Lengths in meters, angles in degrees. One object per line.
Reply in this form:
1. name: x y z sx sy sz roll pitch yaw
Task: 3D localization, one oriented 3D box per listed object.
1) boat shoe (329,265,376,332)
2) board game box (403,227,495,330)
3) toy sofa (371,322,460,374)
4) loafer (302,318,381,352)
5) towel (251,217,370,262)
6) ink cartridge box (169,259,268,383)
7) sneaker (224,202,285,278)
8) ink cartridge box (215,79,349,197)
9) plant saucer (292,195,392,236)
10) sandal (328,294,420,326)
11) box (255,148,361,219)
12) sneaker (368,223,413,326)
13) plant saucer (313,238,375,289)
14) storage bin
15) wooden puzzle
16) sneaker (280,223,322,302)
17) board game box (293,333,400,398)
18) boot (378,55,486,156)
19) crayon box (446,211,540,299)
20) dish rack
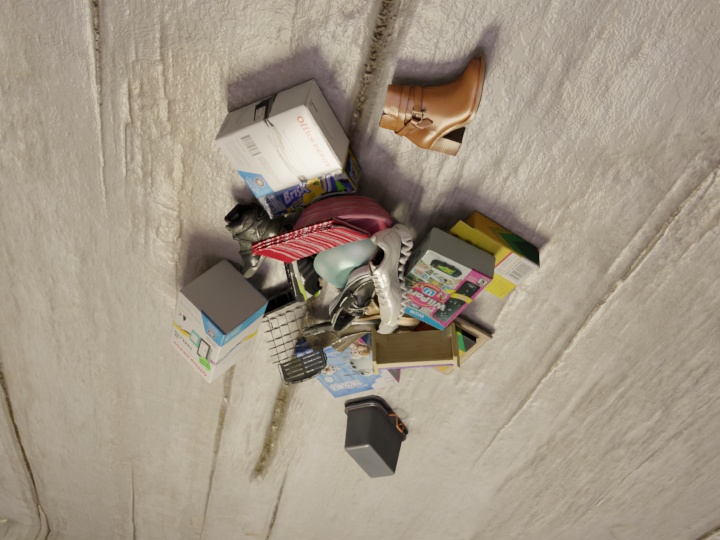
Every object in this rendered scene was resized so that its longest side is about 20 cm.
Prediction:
1. boat shoe: -0.006 0.064 1.543 0.070 0.073 0.201 10 144 -22
2. board game box: 0.156 0.020 1.488 0.145 0.065 0.201 24 140 -11
3. toy sofa: 0.121 0.182 1.651 0.194 0.085 0.098 -4 147 6
4. loafer: -0.037 0.147 1.713 0.195 0.075 0.072 -13 95 25
5. towel: -0.096 -0.054 1.423 0.196 0.023 0.144 -15 165 28
6. ink cartridge box: -0.322 0.116 1.677 0.146 0.145 0.202 40 139 13
7. sneaker: -0.235 -0.070 1.553 0.112 0.077 0.200 30 141 -3
8. ink cartridge box: -0.138 -0.235 1.345 0.195 0.086 0.146 -14 132 26
9. plant saucer: -0.036 -0.096 1.440 0.194 0.052 0.201 -7 167 -1
10. sandal: 0.035 0.068 1.648 0.205 0.078 0.071 7 117 2
11. box: -0.099 -0.167 1.418 0.195 0.071 0.065 -14 133 26
12. sneaker: 0.049 0.012 1.443 0.079 0.075 0.206 -11 113 -34
13. plant saucer: 0.000 0.000 1.549 0.195 0.040 0.203 -3 151 -1
14. storage bin: 0.042 0.453 1.990 0.142 0.137 0.201 -15 132 26
15. wooden puzzle: 0.180 0.166 1.728 0.182 0.038 0.200 28 135 -17
16. sneaker: -0.122 -0.023 1.596 0.081 0.072 0.204 -20 134 -16
17. board game box: -0.032 0.227 1.837 0.196 0.044 0.200 -18 131 28
18. boot: 0.120 -0.291 1.247 0.151 0.078 0.202 20 144 -2
19. crayon box: 0.245 -0.035 1.491 0.197 0.052 0.127 28 136 -17
20. dish rack: -0.159 0.155 1.704 0.151 0.205 0.054 -23 171 33
